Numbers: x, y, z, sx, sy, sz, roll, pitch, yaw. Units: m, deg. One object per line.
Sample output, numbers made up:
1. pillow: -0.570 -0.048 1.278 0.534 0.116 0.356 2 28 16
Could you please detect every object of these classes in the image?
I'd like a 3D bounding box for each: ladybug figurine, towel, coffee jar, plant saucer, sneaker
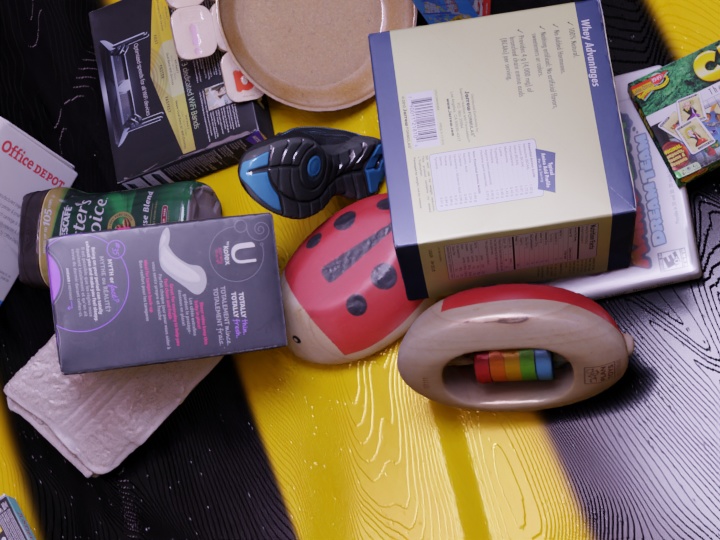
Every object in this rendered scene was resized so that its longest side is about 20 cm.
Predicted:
1. ladybug figurine: 0.000 0.000 1.493 0.200 0.072 0.136 -40 63 5
2. towel: -0.229 0.091 1.532 0.132 0.034 0.200 43 101 -7
3. coffee jar: -0.238 -0.031 1.586 0.199 0.085 0.105 -2 82 21
4. ladybug figurine: 0.131 0.061 1.387 0.198 0.136 0.072 -1 51 7
5. plant saucer: -0.045 -0.251 1.561 0.199 0.035 0.202 0 90 -17
6. sneaker: -0.057 -0.093 1.486 0.081 0.200 0.074 18 104 30

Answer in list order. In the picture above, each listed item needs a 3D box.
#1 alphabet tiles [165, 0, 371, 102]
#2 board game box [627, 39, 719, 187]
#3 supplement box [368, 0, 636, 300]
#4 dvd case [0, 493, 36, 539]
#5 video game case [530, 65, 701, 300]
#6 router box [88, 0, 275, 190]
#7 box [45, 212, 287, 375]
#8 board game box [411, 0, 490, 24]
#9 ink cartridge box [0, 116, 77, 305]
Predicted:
1. alphabet tiles: -0.090 -0.268 1.574 0.199 0.015 0.197 -13 93 -17
2. board game box: 0.344 -0.161 1.424 0.199 0.023 0.105 -26 64 4
3. supplement box: 0.120 -0.101 1.394 0.198 0.134 0.201 -8 70 3
4. dvd case: -0.381 0.332 1.565 0.200 0.022 0.146 -38 64 5
5. video game case: 0.200 -0.070 1.465 0.181 0.024 0.202 -13 70 18
6. router box: -0.180 -0.191 1.635 0.156 0.052 0.201 -18 68 14
7. box: -0.174 0.020 1.450 0.198 0.106 0.123 -6 90 -10
8. board game box: 0.071 -0.350 1.508 0.055 0.196 0.202 -2 73 20
9. ink cartridge box: -0.392 -0.053 1.622 0.084 0.146 0.201 26 83 28
